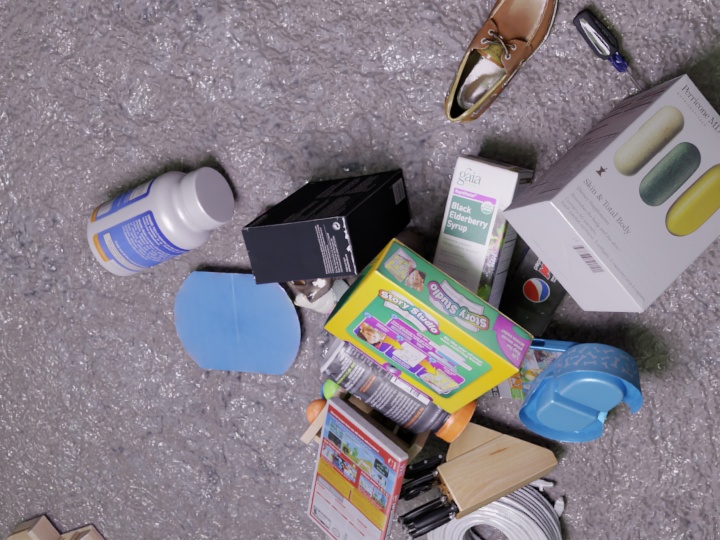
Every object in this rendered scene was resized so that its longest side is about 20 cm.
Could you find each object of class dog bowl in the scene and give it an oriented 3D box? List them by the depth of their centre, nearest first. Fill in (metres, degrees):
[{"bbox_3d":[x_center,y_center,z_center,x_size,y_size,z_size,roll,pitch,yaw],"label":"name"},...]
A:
[{"bbox_3d":[0.278,0.154,1.220,0.111,0.050,0.200,22,147,-6],"label":"dog bowl"}]

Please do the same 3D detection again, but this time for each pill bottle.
[{"bbox_3d":[0.055,0.144,1.277,0.200,0.106,0.106,34,123,-4],"label":"pill bottle"},{"bbox_3d":[-0.277,-0.072,1.356,0.199,0.112,0.112,-19,107,29],"label":"pill bottle"}]

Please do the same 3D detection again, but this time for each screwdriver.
[{"bbox_3d":[0.310,-0.215,1.097,0.028,0.029,0.200,-37,102,32],"label":"screwdriver"}]

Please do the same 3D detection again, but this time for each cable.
[{"bbox_3d":[0.197,0.392,1.426,0.199,0.069,0.201,5,117,20],"label":"cable"}]

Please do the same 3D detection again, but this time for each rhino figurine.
[{"bbox_3d":[0.000,0.000,1.289,0.199,0.060,0.088,-9,100,9],"label":"rhino figurine"}]

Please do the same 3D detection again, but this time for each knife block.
[{"bbox_3d":[0.152,0.305,1.329,0.199,0.176,0.064,18,157,7],"label":"knife block"}]

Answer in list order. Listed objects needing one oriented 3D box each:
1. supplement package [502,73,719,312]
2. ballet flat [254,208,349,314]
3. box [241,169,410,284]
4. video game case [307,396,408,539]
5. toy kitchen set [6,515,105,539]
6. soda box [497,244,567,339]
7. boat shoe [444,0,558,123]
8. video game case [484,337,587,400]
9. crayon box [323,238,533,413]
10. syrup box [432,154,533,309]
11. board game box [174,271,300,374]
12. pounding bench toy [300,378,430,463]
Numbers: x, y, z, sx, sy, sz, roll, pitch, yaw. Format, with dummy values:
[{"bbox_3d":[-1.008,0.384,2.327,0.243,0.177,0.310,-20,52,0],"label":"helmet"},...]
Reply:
[{"bbox_3d":[0.292,-0.078,1.042,0.200,0.151,0.152,-42,96,-9],"label":"supplement package"},{"bbox_3d":[-0.082,0.003,1.339,0.200,0.071,0.069,49,129,-7],"label":"ballet flat"},{"bbox_3d":[-0.037,-0.057,1.210,0.140,0.200,0.079,-3,110,24],"label":"box"},{"bbox_3d":[-0.008,0.284,1.267,0.143,0.017,0.201,34,126,38],"label":"video game case"},{"bbox_3d":[-0.560,0.575,1.763,0.163,0.181,0.200,-24,109,29],"label":"toy kitchen set"},{"bbox_3d":[0.239,-0.017,1.201,0.071,0.063,0.201,27,123,7],"label":"soda box"},{"bbox_3d":[0.162,-0.252,1.109,0.072,0.068,0.200,32,122,7],"label":"boat shoe"},{"bbox_3d":[0.203,0.130,1.283,0.199,0.018,0.143,5,144,20],"label":"video game case"},{"bbox_3d":[0.076,0.072,1.154,0.200,0.058,0.173,35,146,-5],"label":"crayon box"},{"bbox_3d":[0.143,-0.035,1.185,0.078,0.081,0.201,18,104,21],"label":"syrup box"},{"bbox_3d":[-0.178,0.071,1.435,0.199,0.039,0.159,2,111,16],"label":"board game box"},{"bbox_3d":[-0.001,0.222,1.341,0.156,0.200,0.124,36,124,0],"label":"pounding bench toy"}]
